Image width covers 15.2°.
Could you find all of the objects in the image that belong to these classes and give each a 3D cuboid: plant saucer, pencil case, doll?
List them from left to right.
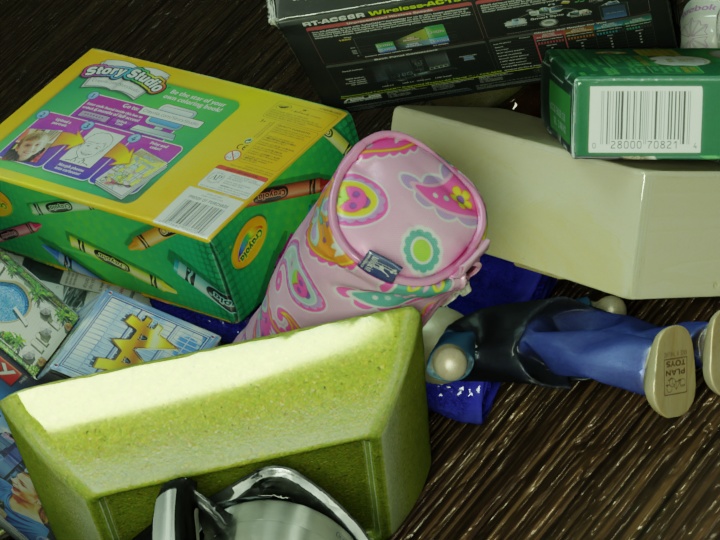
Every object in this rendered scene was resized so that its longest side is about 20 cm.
[{"bbox_3d":[-0.060,0.099,1.305,0.198,0.200,0.048,-12,64,-2],"label":"plant saucer"},{"bbox_3d":[-0.003,0.016,1.308,0.088,0.087,0.200,-49,-4,-34],"label":"pencil case"},{"bbox_3d":[0.090,0.038,1.319,0.136,0.049,0.199,-14,11,-38],"label":"doll"}]

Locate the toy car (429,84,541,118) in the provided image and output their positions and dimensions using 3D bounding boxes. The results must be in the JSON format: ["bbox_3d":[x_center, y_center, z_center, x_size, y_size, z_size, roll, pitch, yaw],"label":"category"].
[{"bbox_3d":[0.084,-0.142,1.597,0.158,0.200,0.164,-39,19,-9],"label":"toy car"}]

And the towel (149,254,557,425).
[{"bbox_3d":[0.000,0.000,1.466,0.199,0.050,0.148,17,39,12],"label":"towel"}]

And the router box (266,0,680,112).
[{"bbox_3d":[0.060,-0.144,1.375,0.198,0.063,0.150,-9,-16,7],"label":"router box"}]

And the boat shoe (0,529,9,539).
[{"bbox_3d":[-0.235,0.153,1.670,0.201,0.061,0.072,-34,7,7],"label":"boat shoe"}]

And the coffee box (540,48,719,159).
[{"bbox_3d":[0.195,-0.083,1.330,0.198,0.044,0.123,-1,11,-4],"label":"coffee box"}]

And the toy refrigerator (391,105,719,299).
[{"bbox_3d":[0.101,-0.034,1.375,0.076,0.071,0.199,-2,13,-37],"label":"toy refrigerator"}]

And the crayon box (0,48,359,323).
[{"bbox_3d":[-0.107,-0.049,1.449,0.199,0.059,0.119,16,47,38],"label":"crayon box"}]

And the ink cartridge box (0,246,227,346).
[{"bbox_3d":[-0.176,0.059,1.524,0.199,0.147,0.083,14,30,5],"label":"ink cartridge box"}]

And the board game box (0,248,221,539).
[{"bbox_3d":[-0.167,0.052,1.373,0.200,0.200,0.062,-33,18,52],"label":"board game box"}]

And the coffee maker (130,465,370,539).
[{"bbox_3d":[-0.076,0.211,1.193,0.193,0.134,0.200,-55,9,24],"label":"coffee maker"}]

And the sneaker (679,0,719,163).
[{"bbox_3d":[0.182,-0.084,1.444,0.075,0.100,0.200,-11,32,39],"label":"sneaker"}]
